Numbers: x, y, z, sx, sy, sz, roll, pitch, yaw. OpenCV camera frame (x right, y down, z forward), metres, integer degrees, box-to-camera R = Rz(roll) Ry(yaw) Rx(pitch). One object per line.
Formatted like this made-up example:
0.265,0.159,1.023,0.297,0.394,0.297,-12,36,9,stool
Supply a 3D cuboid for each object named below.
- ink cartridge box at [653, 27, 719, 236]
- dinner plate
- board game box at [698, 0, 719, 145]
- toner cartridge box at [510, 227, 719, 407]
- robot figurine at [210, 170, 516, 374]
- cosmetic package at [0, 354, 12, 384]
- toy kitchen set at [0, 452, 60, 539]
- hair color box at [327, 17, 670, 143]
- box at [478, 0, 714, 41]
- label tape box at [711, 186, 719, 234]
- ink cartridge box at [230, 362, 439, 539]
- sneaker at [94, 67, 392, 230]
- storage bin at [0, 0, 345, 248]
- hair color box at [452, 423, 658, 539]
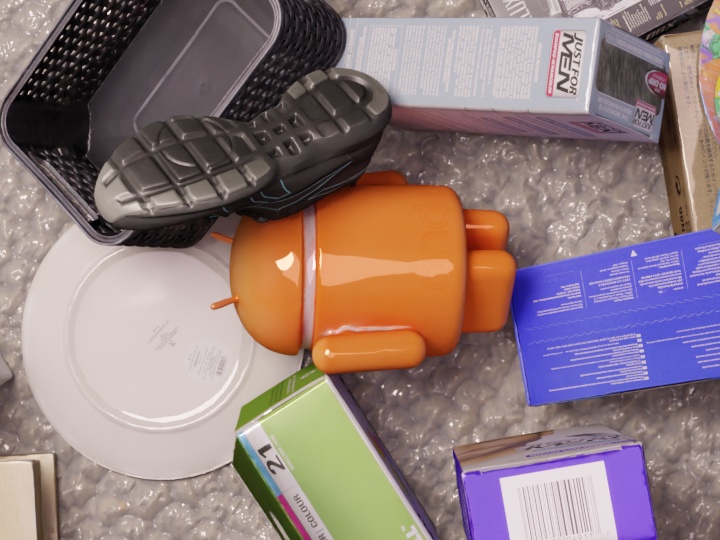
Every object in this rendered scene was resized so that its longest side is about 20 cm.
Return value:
0.291,-0.069,1.101,0.164,0.075,0.201,-8,87,-1,ink cartridge box
-0.138,0.045,1.131,0.199,0.024,0.201,0,89,0,dinner plate
0.321,-0.130,1.045,0.199,0.039,0.159,-17,87,0,board game box
0.194,0.028,1.060,0.199,0.043,0.095,-12,86,37,toner cartridge box
0.000,-0.001,1.080,0.199,0.117,0.145,0,83,-6,robot figurine
-0.304,0.067,1.043,0.101,0.200,0.074,-32,88,-1,cosmetic package
-0.309,0.213,1.057,0.199,0.163,0.181,-3,88,1,toy kitchen set
0.086,-0.123,1.047,0.199,0.099,0.061,7,88,37,hair color box
0.142,-0.242,1.122,0.157,0.050,0.201,-28,88,0,box
0.326,-0.064,0.978,0.199,0.066,0.144,18,71,-4,label tape box
-0.012,0.146,1.029,0.076,0.200,0.148,-32,95,0,ink cartridge box
-0.067,-0.056,0.990,0.199,0.079,0.075,-20,55,-27,sneaker
-0.124,-0.124,1.063,0.135,0.094,0.200,45,107,19,storage bin
0.117,0.139,1.033,0.109,0.200,0.065,-9,86,1,hair color box
